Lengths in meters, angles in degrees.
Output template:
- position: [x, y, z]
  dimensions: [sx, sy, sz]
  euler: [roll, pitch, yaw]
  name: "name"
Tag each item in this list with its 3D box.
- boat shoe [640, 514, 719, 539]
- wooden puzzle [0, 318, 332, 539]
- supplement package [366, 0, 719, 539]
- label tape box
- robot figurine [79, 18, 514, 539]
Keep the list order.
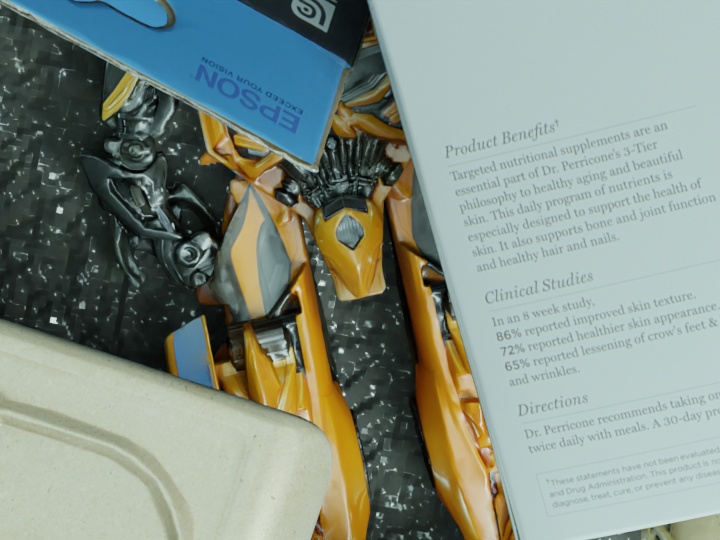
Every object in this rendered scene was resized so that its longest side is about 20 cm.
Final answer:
- position: [0.117, 0.074, 0.875]
  dimensions: [0.065, 0.072, 0.200]
  euler: [-34, 108, 0]
  name: "boat shoe"
- position: [-0.127, 0.099, 0.765]
  dimensions: [0.200, 0.046, 0.186]
  euler: [18, 90, -11]
  name: "wooden puzzle"
- position: [0.099, -0.058, 0.731]
  dimensions: [0.151, 0.151, 0.200]
  euler: [-13, 98, 19]
  name: "supplement package"
- position: [-0.064, -0.104, 0.756]
  dimensions: [0.144, 0.200, 0.063]
  euler: [28, 134, -10]
  name: "label tape box"
- position: [0.000, 0.000, 0.851]
  dimensions: [0.145, 0.058, 0.200]
  euler: [-13, 103, -2]
  name: "robot figurine"
